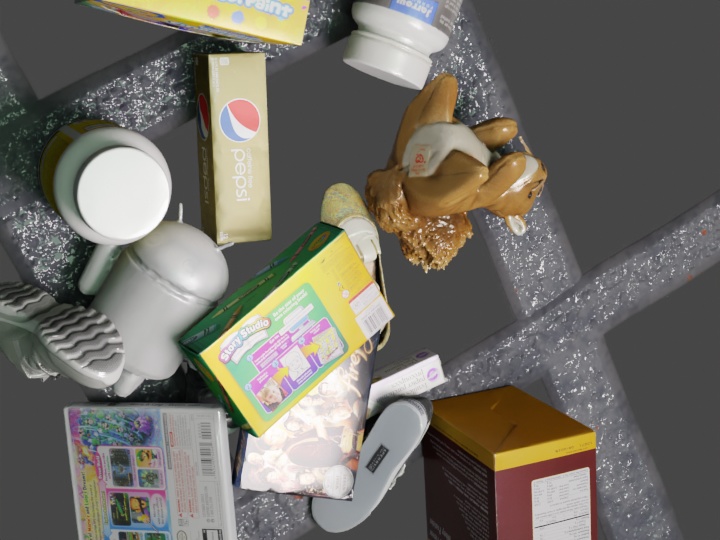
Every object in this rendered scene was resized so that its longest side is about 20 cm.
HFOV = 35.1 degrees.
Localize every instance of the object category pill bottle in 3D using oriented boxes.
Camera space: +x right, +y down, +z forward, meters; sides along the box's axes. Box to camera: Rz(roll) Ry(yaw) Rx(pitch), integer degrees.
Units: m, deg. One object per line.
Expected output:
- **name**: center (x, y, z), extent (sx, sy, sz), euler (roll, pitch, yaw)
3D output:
- **pill bottle**: center (0.057, -0.307, 1.238), extent (0.113, 0.114, 0.201), euler (18, 93, -24)
- **pill bottle**: center (-0.248, -0.086, 1.109), extent (0.112, 0.200, 0.113), euler (-5, 103, -21)

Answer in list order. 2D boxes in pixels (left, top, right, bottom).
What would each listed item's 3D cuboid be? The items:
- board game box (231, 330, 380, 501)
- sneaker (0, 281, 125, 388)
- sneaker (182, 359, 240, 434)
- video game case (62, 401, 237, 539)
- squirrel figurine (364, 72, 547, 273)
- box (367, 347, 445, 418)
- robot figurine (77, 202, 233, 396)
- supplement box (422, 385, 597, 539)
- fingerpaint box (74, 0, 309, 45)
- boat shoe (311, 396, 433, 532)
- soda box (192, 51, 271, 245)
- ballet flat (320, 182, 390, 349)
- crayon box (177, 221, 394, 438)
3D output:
- **board game box**: center (-0.058, 0.144, 1.242), extent (0.135, 0.035, 0.202), euler (10, 87, -23)
- **sneaker**: center (-0.305, 0.078, 1.139), extent (0.074, 0.199, 0.083), euler (-19, 123, -44)
- **sneaker**: center (-0.108, 0.109, 1.275), extent (0.199, 0.075, 0.115), euler (-13, 105, -20)
- **video game case**: center (-0.225, 0.240, 1.229), extent (0.181, 0.024, 0.202), euler (-1, 102, 13)
- **squirrel figurine**: center (0.113, -0.095, 1.306), extent (0.200, 0.142, 0.186), euler (-41, 145, 27)
- **box**: center (0.004, 0.151, 1.349), extent (0.199, 0.041, 0.039), euler (-23, 108, -16)
- **robot figurine**: center (-0.213, 0.032, 1.184), extent (0.169, 0.113, 0.201), euler (34, 100, -5)
- **supplement box**: center (0.174, 0.269, 1.356), extent (0.132, 0.197, 0.202), euler (-8, 103, -20)
- **fingerpaint box**: center (-0.169, -0.276, 1.123), extent (0.199, 0.167, 0.074), euler (8, 97, -24)
- **boat shoe**: center (0.017, 0.227, 1.351), extent (0.073, 0.068, 0.200), euler (36, 107, 16)
- **soda box**: center (-0.137, -0.132, 1.218), extent (0.064, 0.068, 0.202), euler (-7, 103, -22)
- **ballet flat**: center (0.000, 0.000, 1.303), extent (0.070, 0.071, 0.202), euler (-12, 105, -20)
- **crayon box**: center (-0.073, 0.059, 1.170), extent (0.200, 0.058, 0.119), euler (-41, 119, -18)
